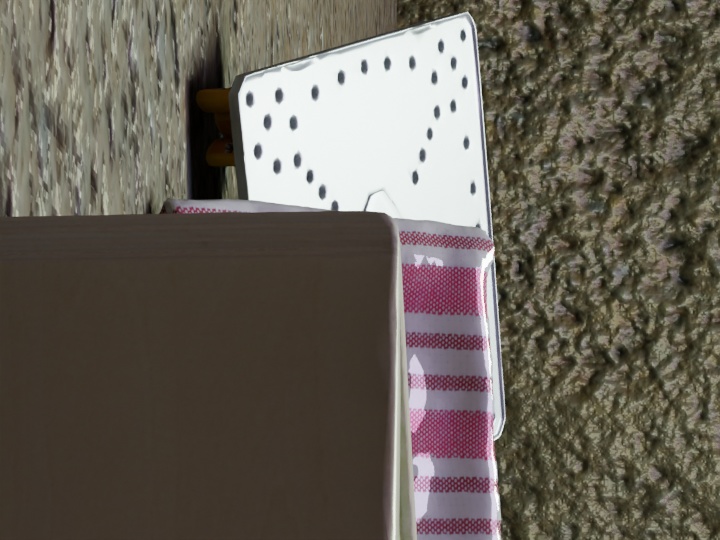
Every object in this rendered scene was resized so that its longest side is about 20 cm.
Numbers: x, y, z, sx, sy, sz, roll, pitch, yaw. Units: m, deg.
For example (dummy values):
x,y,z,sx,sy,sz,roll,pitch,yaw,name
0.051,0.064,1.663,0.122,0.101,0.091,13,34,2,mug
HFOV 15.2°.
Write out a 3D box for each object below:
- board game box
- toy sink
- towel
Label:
x,y,z,sx,sy,sz,roll,pitch,yaw,name
0.000,0.000,1.177,0.200,0.026,0.201,-23,112,-57,board game box
-0.038,0.104,0.536,0.131,0.112,0.201,86,5,-47,toy sink
-0.006,0.075,0.978,0.030,0.146,0.201,-11,-102,53,towel
